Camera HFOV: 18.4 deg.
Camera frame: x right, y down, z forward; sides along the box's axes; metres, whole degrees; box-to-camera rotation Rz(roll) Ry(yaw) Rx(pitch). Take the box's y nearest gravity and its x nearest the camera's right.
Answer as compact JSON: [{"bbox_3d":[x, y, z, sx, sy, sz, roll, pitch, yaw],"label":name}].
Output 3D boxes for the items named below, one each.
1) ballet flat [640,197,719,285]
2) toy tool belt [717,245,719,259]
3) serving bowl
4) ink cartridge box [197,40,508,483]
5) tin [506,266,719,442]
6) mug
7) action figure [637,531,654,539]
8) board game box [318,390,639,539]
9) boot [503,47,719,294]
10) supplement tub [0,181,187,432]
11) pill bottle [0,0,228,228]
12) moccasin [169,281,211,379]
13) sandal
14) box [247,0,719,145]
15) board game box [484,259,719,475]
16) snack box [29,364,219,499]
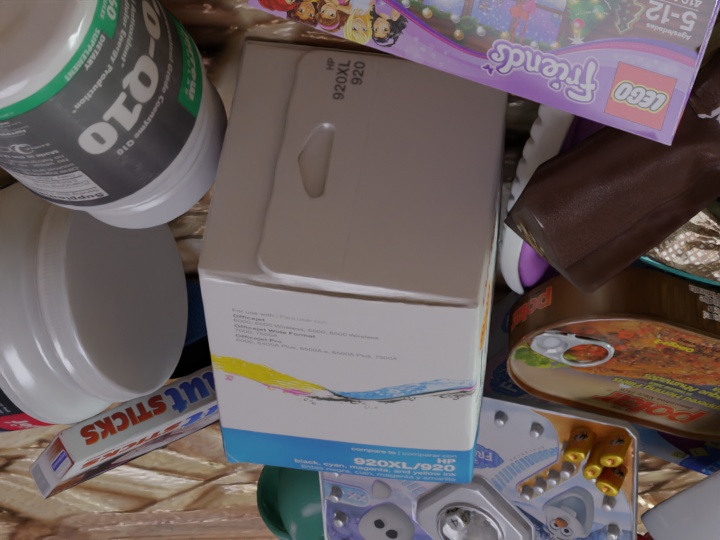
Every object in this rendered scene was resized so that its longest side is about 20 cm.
[{"bbox_3d":[0.235,-0.013,1.190,0.198,0.071,0.066,16,126,-19],"label":"ballet flat"},{"bbox_3d":[0.279,0.027,1.089,0.200,0.125,0.123,50,144,-1],"label":"toy tool belt"},{"bbox_3d":[0.267,0.129,1.306,0.199,0.066,0.200,-24,168,-5],"label":"serving bowl"},{"bbox_3d":[0.000,0.000,1.185,0.143,0.148,0.201,6,150,5],"label":"ink cartridge box"},{"bbox_3d":[0.172,0.048,1.229,0.199,0.042,0.112,16,144,-26],"label":"tin"},{"bbox_3d":[0.018,0.145,1.449,0.151,0.115,0.185,14,148,-8],"label":"mug"},{"bbox_3d":[0.207,0.194,1.401,0.199,0.100,0.065,-15,169,-44],"label":"action figure"},{"bbox_3d":[0.065,0.155,1.317,0.198,0.026,0.201,11,128,19],"label":"board game box"},{"bbox_3d":[0.142,-0.077,1.036,0.199,0.065,0.186,-29,140,12],"label":"boot"},{"bbox_3d":[-0.215,0.024,1.286,0.198,0.141,0.140,-10,144,28],"label":"supplement tub"},{"bbox_3d":[-0.141,-0.096,1.071,0.112,0.114,0.200,-2,163,17],"label":"pill bottle"},{"bbox_3d":[-0.170,0.059,1.391,0.198,0.081,0.068,-4,151,21],"label":"moccasin"},{"bbox_3d":[0.113,-0.042,1.143,0.050,0.083,0.203,34,153,18],"label":"sandal"},{"bbox_3d":[0.060,-0.149,0.943,0.198,0.039,0.138,18,124,7],"label":"box"},{"bbox_3d":[0.189,0.045,1.313,0.198,0.041,0.200,20,147,-18],"label":"board game box"},{"bbox_3d":[-0.102,0.081,1.344,0.199,0.024,0.072,-23,167,-31],"label":"snack box"}]
